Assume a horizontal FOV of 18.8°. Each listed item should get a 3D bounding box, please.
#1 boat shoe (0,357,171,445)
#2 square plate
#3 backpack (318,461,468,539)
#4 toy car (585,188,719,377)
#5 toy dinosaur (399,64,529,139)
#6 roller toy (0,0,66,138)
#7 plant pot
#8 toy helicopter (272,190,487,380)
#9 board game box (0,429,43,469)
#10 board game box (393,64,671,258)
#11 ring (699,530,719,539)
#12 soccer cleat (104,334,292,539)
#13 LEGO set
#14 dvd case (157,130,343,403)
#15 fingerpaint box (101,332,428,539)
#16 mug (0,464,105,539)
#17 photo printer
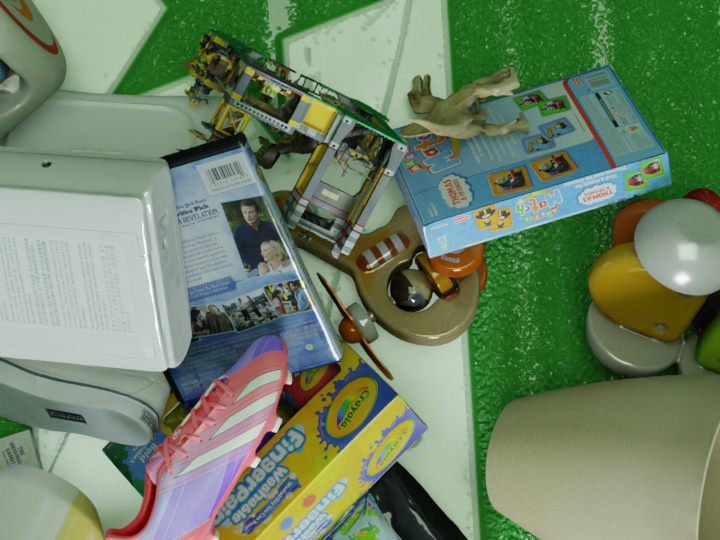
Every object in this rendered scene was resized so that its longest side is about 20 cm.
[{"bbox_3d":[-0.240,0.082,1.731,0.199,0.071,0.070,9,56,25],"label":"boat shoe"},{"bbox_3d":[-0.209,-0.066,1.722,0.196,0.029,0.201,3,59,3],"label":"square plate"},{"bbox_3d":[-0.006,0.272,1.722,0.200,0.154,0.163,-38,98,9],"label":"backpack"},{"bbox_3d":[0.285,0.010,1.745,0.199,0.175,0.150,25,50,-1],"label":"toy car"},{"bbox_3d":[0.079,-0.120,1.710,0.100,0.200,0.059,-16,103,2],"label":"toy dinosaur"},{"bbox_3d":[-0.322,-0.187,1.690,0.139,0.200,0.183,-38,90,6],"label":"roller toy"},{"bbox_3d":[0.205,0.161,1.704,0.199,0.187,0.189,8,87,29],"label":"plant pot"},{"bbox_3d":[0.000,0.000,1.758,0.199,0.079,0.133,26,75,13],"label":"toy helicopter"},{"bbox_3d":[-0.298,0.239,1.712,0.134,0.034,0.201,-18,64,-4],"label":"board game box"},{"bbox_3d":[0.129,-0.090,1.735,0.199,0.152,0.037,-16,125,-4],"label":"board game box"},{"bbox_3d":[0.235,0.260,1.721,0.199,0.201,0.019,-9,130,-3],"label":"ring"},{"bbox_3d":[-0.117,0.133,1.622,0.076,0.067,0.201,27,86,-17],"label":"soccer cleat"},{"bbox_3d":[-0.064,-0.093,1.707,0.199,0.154,0.116,23,102,-29],"label":"LEGO set"},{"bbox_3d":[-0.113,0.002,1.641,0.142,0.018,0.201,-15,117,18],"label":"dvd case"},{"bbox_3d":[-0.076,0.132,1.708,0.200,0.073,0.167,-45,55,-3],"label":"fingerpaint box"},{"bbox_3d":[-0.252,0.242,1.630,0.186,0.149,0.154,42,54,-28],"label":"mug"},{"bbox_3d":[-0.231,-0.010,1.605,0.198,0.070,0.167,4,123,15],"label":"photo printer"}]
